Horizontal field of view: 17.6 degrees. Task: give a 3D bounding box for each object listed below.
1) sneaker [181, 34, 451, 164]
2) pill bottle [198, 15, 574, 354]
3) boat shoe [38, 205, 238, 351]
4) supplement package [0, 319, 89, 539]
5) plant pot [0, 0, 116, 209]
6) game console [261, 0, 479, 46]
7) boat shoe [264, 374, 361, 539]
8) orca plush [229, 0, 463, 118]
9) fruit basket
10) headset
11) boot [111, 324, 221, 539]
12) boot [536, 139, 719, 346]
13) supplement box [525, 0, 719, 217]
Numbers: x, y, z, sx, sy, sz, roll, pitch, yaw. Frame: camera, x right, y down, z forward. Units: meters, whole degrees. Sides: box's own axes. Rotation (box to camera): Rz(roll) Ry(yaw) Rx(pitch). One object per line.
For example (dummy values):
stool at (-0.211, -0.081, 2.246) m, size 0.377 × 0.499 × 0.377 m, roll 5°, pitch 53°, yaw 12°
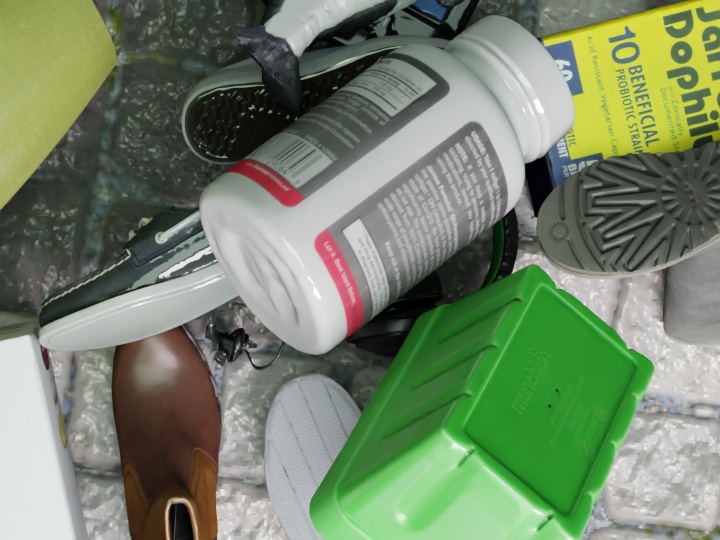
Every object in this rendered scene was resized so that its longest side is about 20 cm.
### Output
sneaker at (-0.008, -0.108, 1.384) m, size 0.198 × 0.085 × 0.073 m, roll -2°, pitch 107°, yaw -3°
pill bottle at (0.019, -0.053, 1.269) m, size 0.200 × 0.111 × 0.111 m, roll -37°, pitch 95°, yaw -20°
boat shoe at (-0.098, -0.009, 1.348) m, size 0.198 × 0.076 × 0.061 m, roll -19°, pitch 75°, yaw -1°
supplement package at (-0.244, 0.145, 1.372) m, size 0.154 × 0.111 × 0.202 m, roll -12°, pitch 95°, yaw -3°
plant pot at (-0.247, -0.104, 1.337) m, size 0.199 × 0.187 × 0.188 m, roll -36°, pitch 95°, yaw -14°
game console at (0.017, -0.232, 1.365) m, size 0.170 × 0.118 × 0.201 m, roll 29°, pitch 92°, yaw -5°
boat shoe at (-0.006, 0.163, 1.404) m, size 0.072 × 0.071 × 0.201 m, roll -20°, pitch 77°, yaw 3°
orca plush at (0.007, -0.156, 1.330) m, size 0.105 × 0.071 × 0.201 m, roll 28°, pitch 59°, yaw 8°
fruit basket at (0.057, 0.127, 1.261) m, size 0.155 × 0.216 × 0.216 m, roll 39°, pitch 90°, yaw -5°
headset at (0.000, 0.000, 1.412) m, size 0.199 × 0.094 × 0.124 m, roll -31°, pitch 90°, yaw -17°
boot at (-0.114, 0.123, 1.334) m, size 0.068 × 0.200 × 0.190 m, roll 1°, pitch 93°, yaw -4°
boot at (0.187, -0.009, 1.350) m, size 0.180 × 0.200 × 0.073 m, roll -13°, pitch 73°, yaw -3°
supplement box at (0.194, -0.105, 1.388) m, size 0.198 × 0.110 × 0.110 m, roll -15°, pitch 95°, yaw -3°
